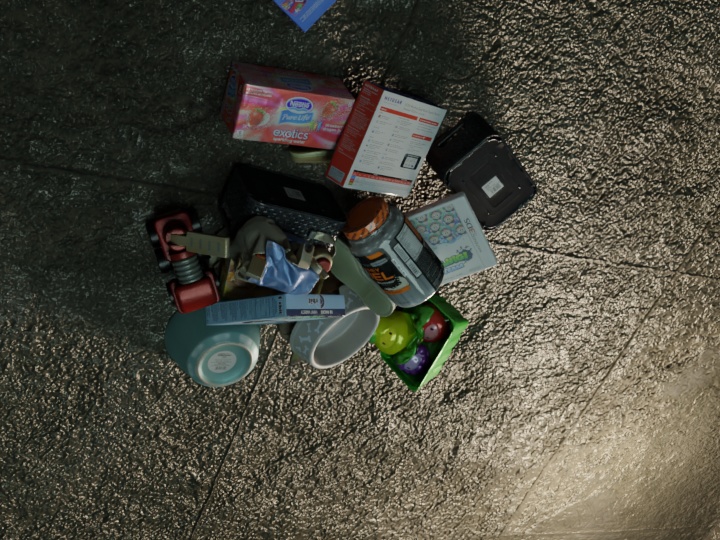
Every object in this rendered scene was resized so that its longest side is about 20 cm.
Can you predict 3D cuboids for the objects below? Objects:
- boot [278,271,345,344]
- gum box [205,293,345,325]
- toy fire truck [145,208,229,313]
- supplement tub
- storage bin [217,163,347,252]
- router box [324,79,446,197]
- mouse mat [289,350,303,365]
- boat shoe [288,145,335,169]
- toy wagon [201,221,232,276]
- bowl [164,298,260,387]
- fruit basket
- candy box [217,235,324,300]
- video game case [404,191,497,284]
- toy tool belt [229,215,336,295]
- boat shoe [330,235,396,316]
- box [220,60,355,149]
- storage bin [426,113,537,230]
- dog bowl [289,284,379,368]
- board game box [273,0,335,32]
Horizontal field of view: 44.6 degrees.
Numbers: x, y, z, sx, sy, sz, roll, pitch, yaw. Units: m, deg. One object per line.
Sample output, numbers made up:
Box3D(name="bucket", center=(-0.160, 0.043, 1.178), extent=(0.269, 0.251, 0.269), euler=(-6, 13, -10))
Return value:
Box3D(name="boot", center=(-0.084, 0.074, 1.815), extent=(0.200, 0.070, 0.146), euler=(-28, 142, -10))
Box3D(name="gum box", center=(-0.158, 0.073, 1.636), extent=(0.199, 0.045, 0.170), euler=(-7, 173, 36))
Box3D(name="toy fire truck", center=(-0.287, -0.013, 1.526), extent=(0.128, 0.200, 0.177), euler=(-17, 105, -10))
Box3D(name="supplement tub", center=(0.059, -0.036, 1.641), extent=(0.122, 0.123, 0.200), euler=(-37, 118, 6))
Box3D(name="storage bin", center=(-0.141, -0.104, 1.589), extent=(0.199, 0.135, 0.094), euler=(11, 121, -31))
Box3D(name="router box", center=(0.048, -0.227, 1.556), extent=(0.200, 0.049, 0.180), euler=(3, 116, -53))
Box3D(name="mouse mat", center=(-0.057, 0.118, 1.839), extent=(0.200, 0.008, 0.161), euler=(-21, 145, -32))
Box3D(name="boat shoe", center=(-0.035, -0.208, 1.601), extent=(0.199, 0.074, 0.067), euler=(-7, 123, -20))
Box3D(name="toy wagon", center=(-0.207, -0.013, 1.698), extent=(0.155, 0.040, 0.200), euler=(-39, 133, 8))
Box3D(name="bowl", center=(-0.282, 0.155, 1.752), extent=(0.200, 0.105, 0.201), euler=(-14, 131, -16))
Box3D(name="fruit basket", center=(0.107, 0.146, 1.909), extent=(0.215, 0.156, 0.216), euler=(-30, 145, -23))
Box3D(name="candy box", center=(-0.163, -0.004, 1.659), extent=(0.199, 0.055, 0.116), euler=(-1, 129, -26))
Box3D(name="video game case", center=(0.144, -0.047, 1.721), extent=(0.199, 0.024, 0.182), euler=(-20, 125, 17))
Box3D(name="toy tool belt", center=(-0.121, -0.006, 1.500), extent=(0.199, 0.123, 0.125), euler=(14, 120, -33))
Box3D(name="boat shoe", center=(0.000, 0.000, 1.733), extent=(0.201, 0.061, 0.072), euler=(49, 130, -7))
Box3D(name="box", center=(-0.124, -0.278, 1.488), extent=(0.199, 0.095, 0.103), euler=(3, 123, -27))
Box3D(name="storage bin", center=(0.238, -0.190, 1.722), extent=(0.135, 0.094, 0.200), euler=(-40, 131, 8))
Box3D(name="dog bowl", center=(-0.046, 0.119, 1.787), extent=(0.200, 0.059, 0.200), euler=(-31, 150, -20))
Box3D(name="board game box", center=(-0.066, -0.494, 1.377), extent=(0.200, 0.045, 0.134), euler=(-43, 132, 11))
